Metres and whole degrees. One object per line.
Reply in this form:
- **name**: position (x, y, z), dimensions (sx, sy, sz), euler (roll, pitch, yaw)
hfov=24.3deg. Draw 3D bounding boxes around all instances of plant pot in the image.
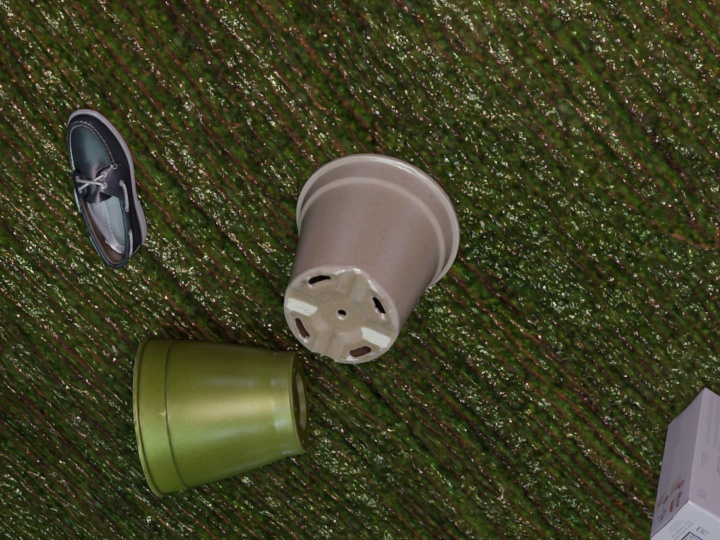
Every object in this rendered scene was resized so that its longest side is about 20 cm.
- **plant pot**: position (0.000, 0.000, 1.906), dimensions (0.199, 0.184, 0.202), euler (8, 127, 11)
- **plant pot**: position (-0.166, 0.174, 2.097), dimensions (0.191, 0.201, 0.201), euler (-6, 124, 6)

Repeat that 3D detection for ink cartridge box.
- **ink cartridge box**: position (0.442, 0.266, 1.953), dimensions (0.175, 0.200, 0.084), euler (31, 129, -5)

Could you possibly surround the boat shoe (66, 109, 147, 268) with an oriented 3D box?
- **boat shoe**: position (-0.308, -0.096, 2.008), dimensions (0.075, 0.060, 0.201), euler (-7, 123, 22)
